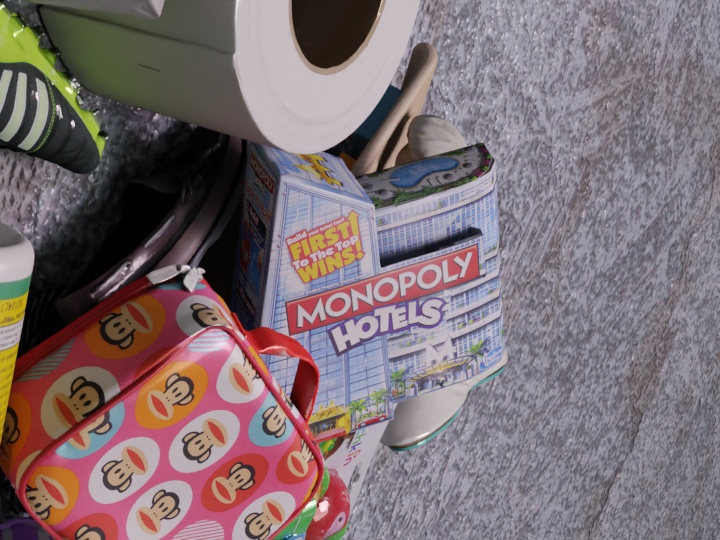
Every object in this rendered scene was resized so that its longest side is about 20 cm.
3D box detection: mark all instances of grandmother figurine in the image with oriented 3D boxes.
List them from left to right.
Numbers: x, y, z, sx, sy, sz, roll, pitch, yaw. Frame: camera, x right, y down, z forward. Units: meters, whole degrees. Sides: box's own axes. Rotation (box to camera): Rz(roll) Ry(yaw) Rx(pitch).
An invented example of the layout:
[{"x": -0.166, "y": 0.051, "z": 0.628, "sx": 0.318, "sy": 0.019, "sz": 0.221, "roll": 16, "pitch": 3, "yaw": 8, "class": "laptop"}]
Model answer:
[{"x": 0.024, "y": -0.011, "z": 1.212, "sx": 0.060, "sy": 0.121, "sz": 0.201, "roll": 9, "pitch": 110, "yaw": -28, "class": "grandmother figurine"}]

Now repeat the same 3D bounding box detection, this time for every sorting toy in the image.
[{"x": -0.009, "y": -0.042, "z": 1.241, "sx": 0.185, "sy": 0.036, "sz": 0.200, "roll": 108, "pitch": 7, "yaw": -55, "class": "sorting toy"}]

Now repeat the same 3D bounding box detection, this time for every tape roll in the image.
[{"x": -0.067, "y": -0.180, "z": 1.013, "sx": 0.203, "sy": 0.139, "sz": 0.204, "roll": -39, "pitch": 138, "yaw": -47, "class": "tape roll"}]

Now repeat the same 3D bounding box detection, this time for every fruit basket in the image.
[{"x": -0.052, "y": 0.176, "z": 1.244, "sx": 0.200, "sy": 0.094, "sz": 0.186, "roll": -13, "pitch": 135, "yaw": -46, "class": "fruit basket"}]

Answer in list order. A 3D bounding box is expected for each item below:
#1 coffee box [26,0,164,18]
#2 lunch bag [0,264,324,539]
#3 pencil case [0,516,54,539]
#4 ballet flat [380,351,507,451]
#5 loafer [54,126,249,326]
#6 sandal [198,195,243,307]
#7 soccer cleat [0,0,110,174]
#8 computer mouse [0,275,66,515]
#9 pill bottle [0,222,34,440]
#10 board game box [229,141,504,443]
[{"x": -0.123, "y": -0.244, "z": 0.875, "sx": 0.114, "sy": 0.079, "sz": 0.201, "roll": 70, "pitch": 31, "yaw": -65, "class": "coffee box"}, {"x": -0.103, "y": 0.094, "z": 0.992, "sx": 0.176, "sy": 0.082, "sz": 0.200, "roll": -36, "pitch": 141, "yaw": -9, "class": "lunch bag"}, {"x": -0.178, "y": 0.231, "z": 1.105, "sx": 0.084, "sy": 0.086, "sz": 0.200, "roll": -38, "pitch": 142, "yaw": -5, "class": "pencil case"}, {"x": 0.064, "y": 0.087, "z": 1.496, "sx": 0.200, "sy": 0.069, "sz": 0.070, "roll": -35, "pitch": 135, "yaw": -55, "class": "ballet flat"}, {"x": -0.122, "y": -0.029, "z": 1.059, "sx": 0.063, "sy": 0.072, "sz": 0.201, "roll": 43, "pitch": 46, "yaw": -25, "class": "loafer"}, {"x": -0.058, "y": -0.059, "z": 1.165, "sx": 0.070, "sy": 0.077, "sz": 0.213, "roll": -4, "pitch": 104, "yaw": -57, "class": "sandal"}, {"x": -0.194, "y": -0.095, "z": 0.923, "sx": 0.081, "sy": 0.068, "sz": 0.200, "roll": -35, "pitch": 157, "yaw": -1, "class": "soccer cleat"}, {"x": -0.157, "y": 0.079, "z": 1.098, "sx": 0.200, "sy": 0.053, "sz": 0.139, "roll": 9, "pitch": 89, "yaw": -54, "class": "computer mouse"}, {"x": -0.235, "y": 0.072, "z": 0.883, "sx": 0.113, "sy": 0.112, "sz": 0.201, "roll": -5, "pitch": 111, "yaw": -60, "class": "pill bottle"}, {"x": 0.000, "y": 0.000, "z": 1.090, "sx": 0.199, "sy": 0.062, "sz": 0.201, "roll": -16, "pitch": 126, "yaw": -14, "class": "board game box"}]
